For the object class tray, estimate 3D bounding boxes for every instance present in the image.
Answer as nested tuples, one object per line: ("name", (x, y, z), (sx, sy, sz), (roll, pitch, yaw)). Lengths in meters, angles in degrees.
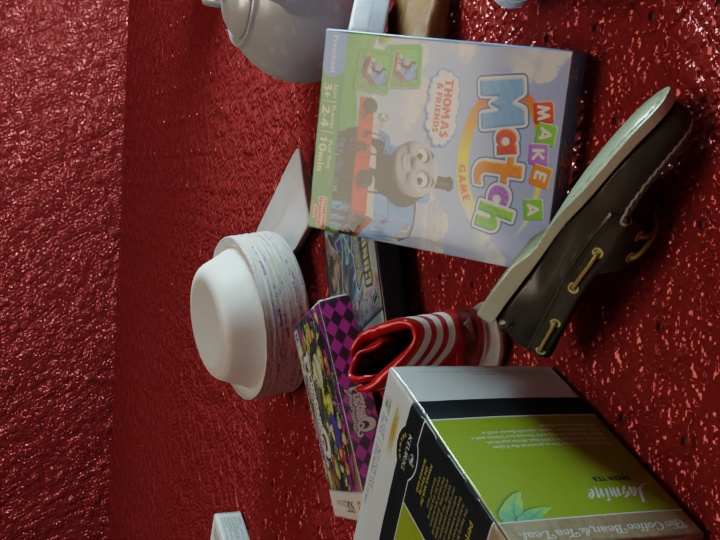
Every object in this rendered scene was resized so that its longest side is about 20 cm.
("tray", (-0.092, -0.053, 1.317), (0.201, 0.022, 0.109), (124, 142, -54))

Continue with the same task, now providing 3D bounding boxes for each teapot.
("teapot", (-0.099, -0.310, 1.190), (0.201, 0.143, 0.200), (118, 147, -50))

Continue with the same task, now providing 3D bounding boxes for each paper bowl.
("paper bowl", (-0.143, 0.058, 1.296), (0.200, 0.103, 0.205), (28, 122, 58))

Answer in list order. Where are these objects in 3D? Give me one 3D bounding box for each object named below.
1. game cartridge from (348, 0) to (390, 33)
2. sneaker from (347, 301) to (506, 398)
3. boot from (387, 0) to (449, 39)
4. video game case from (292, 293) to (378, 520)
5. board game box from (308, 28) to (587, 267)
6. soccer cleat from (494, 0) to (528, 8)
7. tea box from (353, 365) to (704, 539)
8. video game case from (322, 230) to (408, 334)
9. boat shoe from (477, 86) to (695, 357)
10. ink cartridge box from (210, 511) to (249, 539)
("game cartridge", (0.000, -0.195, 0.976), (0.202, 0.040, 0.135), (-82, 7, -50))
("sneaker", (0.030, 0.087, 0.869), (0.201, 0.113, 0.079), (117, 147, -48))
("boot", (0.067, -0.170, 0.888), (0.188, 0.067, 0.204), (143, 141, -64))
("video game case", (-0.018, 0.137, 1.011), (0.181, 0.035, 0.204), (139, 118, -75))
("board game box", (0.058, -0.091, 0.769), (0.197, 0.036, 0.154), (11, 102, 28))
("soccer cleat", (0.121, -0.219, 0.740), (0.200, 0.068, 0.086), (49, 158, 49))
("tea box", (0.090, 0.196, 0.685), (0.197, 0.131, 0.203), (-125, 42, -58))
("video game case", (0.000, 0.000, 1.052), (0.181, 0.025, 0.204), (126, 140, -64))
("boat shoe", (0.148, -0.024, 0.656), (0.072, 0.060, 0.202), (-46, -8, -49))
("ink cartridge box", (-0.178, 0.473, 1.472), (0.201, 0.043, 0.176), (-124, 40, -56))
